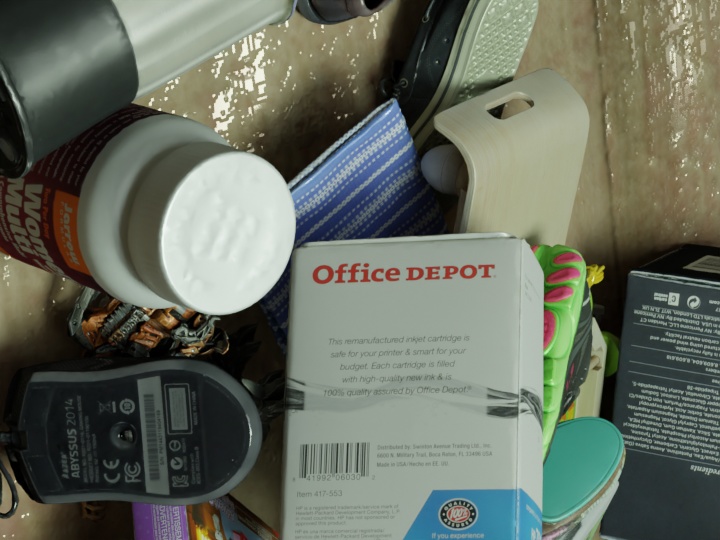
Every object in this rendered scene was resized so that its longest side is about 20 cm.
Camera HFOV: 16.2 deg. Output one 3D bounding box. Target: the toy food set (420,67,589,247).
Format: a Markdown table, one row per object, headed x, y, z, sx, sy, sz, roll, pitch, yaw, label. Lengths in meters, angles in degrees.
| x | y | z | sx | sy | sz | roll | pitch | yaw | label |
| --- | --- | --- | --- | --- | --- | --- | --- | --- | --- |
| 0.076 | -0.022 | 1.649 | 0.143 | 0.060 | 0.200 | -27 | 134 | -51 | toy food set |

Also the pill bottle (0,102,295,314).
| x | y | z | sx | sy | sz | roll | pitch | yaw | label |
| --- | --- | --- | --- | --- | --- | --- | --- | --- | --- |
| -0.132 | -0.040 | 1.433 | 0.110 | 0.200 | 0.110 | -11 | 109 | -36 | pill bottle |

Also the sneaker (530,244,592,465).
| x | y | z | sx | sy | sz | roll | pitch | yaw | label |
| --- | --- | --- | --- | --- | --- | --- | --- | --- | --- |
| 0.110 | 0.080 | 1.600 | 0.084 | 0.077 | 0.200 | 56 | 50 | -47 | sneaker |

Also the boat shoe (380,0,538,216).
| x | y | z | sx | sy | sz | roll | pitch | yaw | label |
| --- | --- | --- | --- | --- | --- | --- | --- | --- | --- |
| 0.051 | -0.111 | 1.657 | 0.075 | 0.062 | 0.200 | 6 | 113 | -44 | boat shoe |

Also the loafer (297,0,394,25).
| x | y | z | sx | sy | sz | roll | pitch | yaw | label |
| --- | --- | --- | --- | --- | --- | --- | --- | --- | --- |
| 0.046 | -0.218 | 1.620 | 0.200 | 0.063 | 0.072 | -40 | 124 | -24 | loafer |

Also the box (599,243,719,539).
| x | y | z | sx | sy | sz | roll | pitch | yaw | label |
| --- | --- | --- | --- | --- | --- | --- | --- | --- | --- |
| 0.249 | 0.093 | 1.808 | 0.148 | 0.104 | 0.200 | -18 | 116 | -66 | box |

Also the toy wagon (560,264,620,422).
| x | y | z | sx | sy | sz | roll | pitch | yaw | label |
| --- | --- | --- | --- | --- | --- | --- | --- | --- | --- |
| 0.136 | 0.088 | 1.727 | 0.155 | 0.040 | 0.200 | -33 | 130 | -59 | toy wagon |

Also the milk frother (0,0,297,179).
| x | y | z | sx | sy | sz | roll | pitch | yaw | label |
| --- | --- | --- | --- | --- | --- | --- | --- | --- | --- |
| -0.156 | -0.187 | 1.357 | 0.188 | 0.181 | 0.200 | -34 | 160 | -24 | milk frother |

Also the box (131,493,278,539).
| x | y | z | sx | sy | sz | roll | pitch | yaw | label |
| --- | --- | --- | --- | --- | --- | --- | --- | --- | --- |
| -0.077 | 0.213 | 1.566 | 0.200 | 0.039 | 0.137 | 47 | 30 | -55 | box |

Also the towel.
| x | y | z | sx | sy | sz | roll | pitch | yaw | label |
| --- | --- | --- | --- | --- | --- | --- | --- | --- | --- |
| 0.000 | 0.000 | 1.626 | 0.145 | 0.024 | 0.200 | -43 | 141 | -15 | towel |

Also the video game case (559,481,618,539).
| x | y | z | sx | sy | sz | roll | pitch | yaw | label |
| --- | --- | --- | --- | --- | --- | --- | --- | --- | --- |
| 0.101 | 0.250 | 1.719 | 0.182 | 0.022 | 0.200 | -49 | 165 | -37 | video game case |

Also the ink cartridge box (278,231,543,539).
| x | y | z | sx | sy | sz | roll | pitch | yaw | label |
| --- | --- | --- | --- | --- | --- | --- | --- | --- | --- |
| 0.033 | 0.087 | 1.516 | 0.086 | 0.146 | 0.200 | 49 | 41 | -66 | ink cartridge box |

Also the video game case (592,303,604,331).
| x | y | z | sx | sy | sz | roll | pitch | yaw | label |
| --- | --- | --- | --- | --- | --- | --- | --- | --- | --- |
| 0.101 | 0.118 | 1.785 | 0.143 | 0.018 | 0.200 | 4 | 100 | -40 | video game case |

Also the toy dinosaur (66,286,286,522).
| x | y | z | sx | sy | sz | roll | pitch | yaw | label |
| --- | --- | --- | --- | --- | --- | --- | --- | --- | --- |
| -0.126 | 0.058 | 1.554 | 0.136 | 0.102 | 0.200 | 17 | 128 | -26 | toy dinosaur |

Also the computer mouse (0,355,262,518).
| x | y | z | sx | sy | sz | roll | pitch | yaw | label |
| --- | --- | --- | --- | --- | --- | --- | --- | --- | --- |
| -0.152 | 0.087 | 1.491 | 0.053 | 0.200 | 0.139 | -36 | 128 | -77 | computer mouse |

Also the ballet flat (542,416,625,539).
| x | y | z | sx | sy | sz | roll | pitch | yaw | label |
| --- | --- | --- | --- | --- | --- | --- | --- | --- | --- |
| 0.094 | 0.168 | 1.614 | 0.200 | 0.069 | 0.071 | -40 | 155 | -35 | ballet flat |
